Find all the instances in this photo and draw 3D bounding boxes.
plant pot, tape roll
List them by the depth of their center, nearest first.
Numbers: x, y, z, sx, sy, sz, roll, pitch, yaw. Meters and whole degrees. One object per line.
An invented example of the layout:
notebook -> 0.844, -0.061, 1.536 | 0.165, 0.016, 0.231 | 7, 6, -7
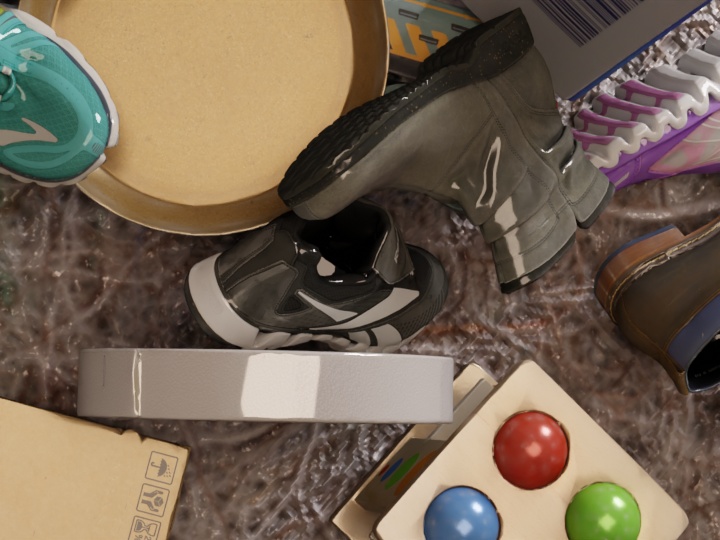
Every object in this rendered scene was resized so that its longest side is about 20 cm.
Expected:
tape roll -> -0.050, 0.062, 1.228 | 0.201, 0.203, 0.037 | 2, 87, -11
plant pot -> -0.084, -0.118, 1.241 | 0.198, 0.027, 0.202 | 0, 86, -3

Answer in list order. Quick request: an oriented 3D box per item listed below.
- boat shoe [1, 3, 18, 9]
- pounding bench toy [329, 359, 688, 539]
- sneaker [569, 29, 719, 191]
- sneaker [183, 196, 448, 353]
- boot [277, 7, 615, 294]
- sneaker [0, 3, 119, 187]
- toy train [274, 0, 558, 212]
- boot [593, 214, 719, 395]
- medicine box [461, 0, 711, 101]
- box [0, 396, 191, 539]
boat shoe -> -0.218, -0.110, 1.281 | 0.199, 0.072, 0.062 | 12, 122, -11
pounding bench toy -> 0.106, 0.161, 1.275 | 0.200, 0.156, 0.124 | 44, 80, -6
sneaker -> 0.205, -0.083, 1.352 | 0.199, 0.080, 0.089 | -31, 113, -7
sneaker -> 0.000, 0.000, 1.251 | 0.090, 0.199, 0.067 | -38, 68, 31
boot -> 0.056, -0.043, 1.212 | 0.200, 0.068, 0.131 | -37, 102, -39
sneaker -> -0.209, -0.116, 1.186 | 0.200, 0.080, 0.078 | 41, 93, 9
toy train -> 0.023, -0.107, 1.314 | 0.199, 0.085, 0.115 | 14, 75, -10
boot -> 0.240, -0.001, 1.323 | 0.199, 0.097, 0.075 | -29, 132, 1
medicine box -> 0.171, -0.217, 1.268 | 0.103, 0.182, 0.200 | 44, 62, -6
box -> -0.196, 0.174, 1.284 | 0.162, 0.021, 0.201 | 16, 85, -10
